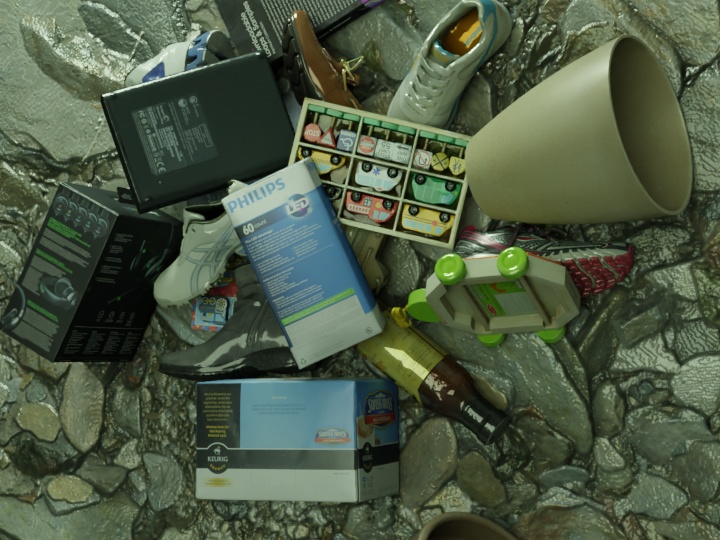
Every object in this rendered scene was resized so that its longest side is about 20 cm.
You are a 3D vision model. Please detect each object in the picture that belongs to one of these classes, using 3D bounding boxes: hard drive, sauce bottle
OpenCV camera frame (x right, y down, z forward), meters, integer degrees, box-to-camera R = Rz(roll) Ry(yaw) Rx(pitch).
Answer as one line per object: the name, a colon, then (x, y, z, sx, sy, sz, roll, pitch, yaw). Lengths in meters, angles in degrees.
hard drive: (-0.178, -0.159, 1.676, 0.198, 0.033, 0.141, -18, 82, -17)
sauce bottle: (0.076, 0.116, 1.631, 0.200, 0.066, 0.066, 40, 102, 21)

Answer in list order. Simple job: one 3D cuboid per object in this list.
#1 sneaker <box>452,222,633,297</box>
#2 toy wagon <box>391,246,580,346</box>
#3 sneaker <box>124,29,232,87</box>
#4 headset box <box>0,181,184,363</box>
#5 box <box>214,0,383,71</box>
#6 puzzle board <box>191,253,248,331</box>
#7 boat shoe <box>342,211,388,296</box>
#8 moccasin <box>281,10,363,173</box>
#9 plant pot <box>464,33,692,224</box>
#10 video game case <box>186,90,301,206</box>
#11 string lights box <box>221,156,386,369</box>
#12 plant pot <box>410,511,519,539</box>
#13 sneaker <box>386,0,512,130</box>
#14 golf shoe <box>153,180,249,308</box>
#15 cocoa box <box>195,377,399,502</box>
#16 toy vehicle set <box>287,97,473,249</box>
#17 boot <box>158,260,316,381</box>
sneaker: (0.193, -0.018, 1.586, 0.198, 0.081, 0.075, -1, 60, 16)
toy wagon: (0.128, 0.029, 1.569, 0.198, 0.155, 0.040, -5, 59, 23)
sneaker: (-0.225, -0.187, 1.757, 0.114, 0.080, 0.201, 2, 72, 29)
headset box: (-0.307, 0.000, 1.738, 0.092, 0.174, 0.202, 28, 98, 21)
box: (-0.075, -0.335, 1.736, 0.199, 0.036, 0.144, -29, 77, 17)
puzzle board: (-0.107, 0.000, 1.740, 0.198, 0.017, 0.153, 3, 89, 22)
boat shoe: (0.000, 0.000, 1.665, 0.064, 0.072, 0.202, 16, 85, 3)
moccasin: (-0.028, -0.204, 1.678, 0.077, 0.074, 0.203, -25, 79, -18)
plant pot: (0.216, -0.123, 1.541, 0.199, 0.187, 0.189, -17, 81, 34)
video game case: (-0.120, -0.126, 1.743, 0.198, 0.019, 0.144, -17, 73, 22)
string lights box: (-0.060, -0.009, 1.594, 0.102, 0.059, 0.202, -24, 95, 9)
plant pot: (0.093, 0.384, 1.562, 0.201, 0.199, 0.175, 51, 124, 17)
sneaker: (0.085, -0.218, 1.637, 0.076, 0.081, 0.201, 39, 106, 19)
golf shoe: (-0.180, -0.036, 1.698, 0.199, 0.097, 0.079, -35, 31, 23)
cocoa box: (-0.069, 0.186, 1.651, 0.198, 0.133, 0.133, -3, 86, 22)
toy vehicle set: (0.020, -0.106, 1.624, 0.198, 0.027, 0.126, 13, 91, 4)
boot: (-0.141, 0.057, 1.716, 0.198, 0.070, 0.133, -7, 78, 15)
